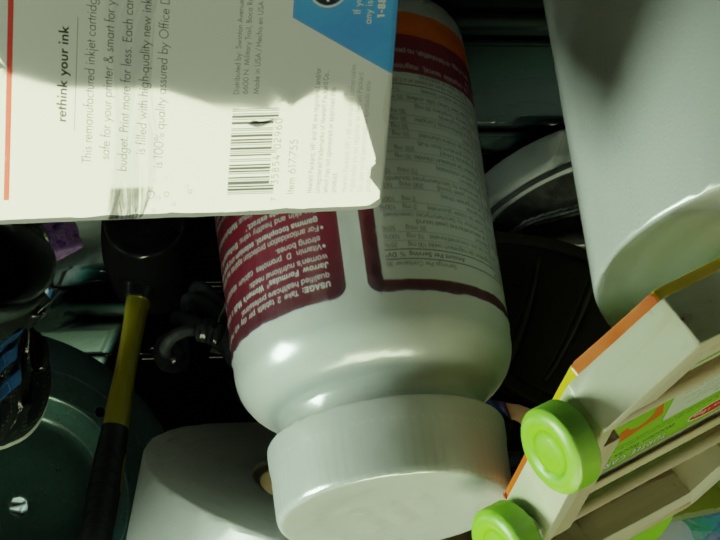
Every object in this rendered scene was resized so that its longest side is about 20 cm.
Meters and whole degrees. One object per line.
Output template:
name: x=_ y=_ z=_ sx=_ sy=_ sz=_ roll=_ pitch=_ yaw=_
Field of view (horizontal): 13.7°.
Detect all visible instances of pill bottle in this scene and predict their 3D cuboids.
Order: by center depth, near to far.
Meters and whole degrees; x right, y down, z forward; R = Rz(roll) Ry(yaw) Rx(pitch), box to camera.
pill bottle: x=0.000 y=0.000 z=1.163 sx=0.109 sy=0.201 sz=0.110 roll=-7 pitch=158 yaw=-3

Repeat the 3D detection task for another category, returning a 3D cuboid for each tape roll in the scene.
tape roll: x=0.176 y=-0.069 z=1.142 sx=0.202 sy=0.140 sz=0.203 roll=-7 pitch=158 yaw=-3
tape roll: x=0.000 y=0.127 z=1.259 sx=0.201 sy=0.071 sz=0.202 roll=11 pitch=-170 yaw=-2

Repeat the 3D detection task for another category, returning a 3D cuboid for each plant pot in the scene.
plant pot: x=-0.162 y=0.114 z=1.352 sx=0.199 sy=0.201 sz=0.134 roll=-1 pitch=166 yaw=-18

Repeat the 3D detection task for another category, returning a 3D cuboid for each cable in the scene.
cable: x=0.008 y=0.064 z=1.281 sx=0.199 sy=0.051 sz=0.163 roll=23 pitch=180 yaw=3

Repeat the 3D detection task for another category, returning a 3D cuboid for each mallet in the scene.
mallet: x=-0.104 y=0.065 z=1.294 sx=0.041 sy=0.201 sz=0.066 roll=7 pitch=163 yaw=4

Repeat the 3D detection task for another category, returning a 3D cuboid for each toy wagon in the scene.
toy wagon: x=0.110 y=0.065 z=1.116 sx=0.155 sy=0.040 sz=0.200 roll=-24 pitch=155 yaw=-30

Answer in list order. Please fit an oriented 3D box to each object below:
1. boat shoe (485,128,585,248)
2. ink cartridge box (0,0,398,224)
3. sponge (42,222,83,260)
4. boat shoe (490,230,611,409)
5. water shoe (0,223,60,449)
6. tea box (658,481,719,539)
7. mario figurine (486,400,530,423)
boat shoe: x=0.140 y=-0.030 z=1.311 sx=0.198 sy=0.068 sz=0.074 roll=-14 pitch=156 yaw=19
ink cartridge box: x=-0.092 y=-0.082 z=1.043 sx=0.199 sy=0.068 sz=0.117 roll=-2 pitch=117 yaw=-14
sponge: x=-0.226 y=0.023 z=1.310 sx=0.200 sy=0.030 sz=0.111 roll=-26 pitch=176 yaw=36
boat shoe: x=0.062 y=0.021 z=1.334 sx=0.199 sy=0.072 sz=0.068 roll=25 pitch=165 yaw=20
water shoe: x=-0.147 y=0.019 z=1.153 sx=0.079 sy=0.072 sz=0.200 roll=-17 pitch=159 yaw=13
tea box: x=0.186 y=0.116 z=1.507 sx=0.196 sy=0.201 sz=0.134 roll=-14 pitch=157 yaw=13
mario figurine: x=0.056 y=0.045 z=1.402 sx=0.199 sy=0.124 sz=0.106 roll=2 pitch=174 yaw=13
